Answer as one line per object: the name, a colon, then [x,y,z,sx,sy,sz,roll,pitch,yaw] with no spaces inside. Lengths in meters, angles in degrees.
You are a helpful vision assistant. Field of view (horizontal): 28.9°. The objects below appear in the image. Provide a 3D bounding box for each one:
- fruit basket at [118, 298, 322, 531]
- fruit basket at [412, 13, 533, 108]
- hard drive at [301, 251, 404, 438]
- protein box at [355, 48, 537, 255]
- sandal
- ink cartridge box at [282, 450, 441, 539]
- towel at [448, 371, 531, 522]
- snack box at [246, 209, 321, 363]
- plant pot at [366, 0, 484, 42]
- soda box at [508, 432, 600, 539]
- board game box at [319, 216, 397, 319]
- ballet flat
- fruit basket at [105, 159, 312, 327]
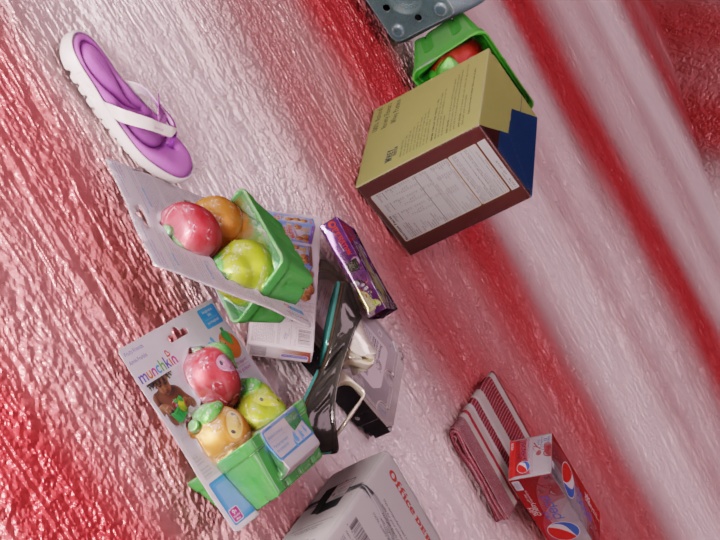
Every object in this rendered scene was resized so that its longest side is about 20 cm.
fruit basket: [-0.127,0.130,1.346,0.201,0.093,0.185,61,27,-1]
fruit basket: [0.171,-0.266,2.168,0.216,0.155,0.216,54,16,-22]
hard drive: [-0.021,0.083,1.635,0.200,0.038,0.140,52,30,-26]
protein box: [0.122,-0.162,1.917,0.135,0.199,0.199,50,30,-27]
sandal: [-0.232,-0.168,1.447,0.203,0.050,0.083,48,32,-31]
ink cartridge box: [0.001,0.301,1.441,0.147,0.083,0.200,61,28,-7]
towel: [0.182,0.235,1.894,0.145,0.023,0.200,61,26,-7]
snack box: [-0.083,0.014,1.548,0.071,0.024,0.201,7,47,-6]
plant pot: [0.092,-0.462,2.140,0.196,0.195,0.201,52,37,-24]
soda box: [0.266,0.309,1.900,0.201,0.063,0.070,57,29,-38]
board game box: [0.000,0.000,1.661,0.121,0.032,0.200,57,3,4]
ballet flat: [-0.024,0.110,1.518,0.068,0.068,0.201,19,68,-3]
fruit basket: [-0.155,-0.023,1.399,0.199,0.094,0.186,16,28,-38]
